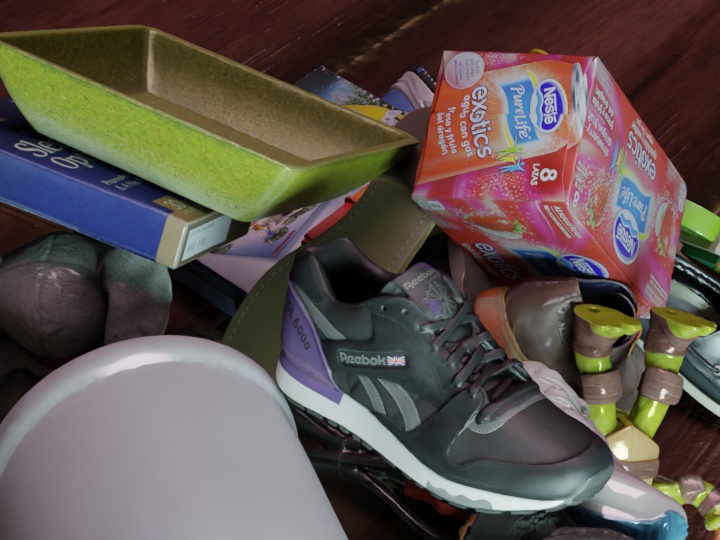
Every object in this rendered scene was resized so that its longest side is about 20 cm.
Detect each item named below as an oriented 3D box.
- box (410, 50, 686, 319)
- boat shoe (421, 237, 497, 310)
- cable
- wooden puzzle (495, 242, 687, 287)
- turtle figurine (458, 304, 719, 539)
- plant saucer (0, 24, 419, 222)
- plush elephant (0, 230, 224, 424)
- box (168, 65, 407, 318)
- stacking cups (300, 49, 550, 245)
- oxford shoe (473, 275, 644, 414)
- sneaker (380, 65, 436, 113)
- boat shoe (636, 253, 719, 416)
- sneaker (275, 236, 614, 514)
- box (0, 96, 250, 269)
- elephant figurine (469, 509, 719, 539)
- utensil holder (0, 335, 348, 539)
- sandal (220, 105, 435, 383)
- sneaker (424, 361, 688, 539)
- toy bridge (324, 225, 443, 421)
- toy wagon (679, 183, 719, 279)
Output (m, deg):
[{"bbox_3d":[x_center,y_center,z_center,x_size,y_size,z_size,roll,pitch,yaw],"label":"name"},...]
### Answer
[{"bbox_3d":[0.117,-0.047,1.310,0.099,0.200,0.096,4,71,25],"label":"box"},{"bbox_3d":[0.053,0.052,1.396,0.063,0.073,0.200,-29,29,24],"label":"boat shoe"},{"bbox_3d":[0.010,0.116,1.288,0.199,0.050,0.098,0,68,18],"label":"cable"},{"bbox_3d":[0.139,-0.035,1.491,0.185,0.037,0.201,-21,76,-41],"label":"wooden puzzle"},{"bbox_3d":[0.156,0.103,1.247,0.199,0.162,0.064,6,13,-11],"label":"turtle figurine"},{"bbox_3d":[-0.091,-0.082,1.258,0.199,0.048,0.200,24,16,17],"label":"plant saucer"},{"bbox_3d":[-0.167,0.030,1.264,0.164,0.156,0.200,12,31,7],"label":"plush elephant"},{"bbox_3d":[-0.047,-0.052,1.492,0.136,0.038,0.200,31,54,34],"label":"box"},{"bbox_3d":[0.049,-0.065,1.403,0.200,0.061,0.061,-34,44,-11],"label":"stacking cups"},{"bbox_3d":[0.143,0.048,1.318,0.200,0.073,0.072,22,51,-59],"label":"oxford shoe"},{"bbox_3d":[0.066,-0.057,1.562,0.077,0.076,0.200,-37,51,0],"label":"sneaker"},{"bbox_3d":[0.230,0.036,1.402,0.199,0.066,0.074,37,41,16],"label":"boat shoe"},{"bbox_3d":[0.036,0.047,1.074,0.199,0.088,0.076,24,35,33],"label":"sneaker"},{"bbox_3d":[-0.168,-0.057,1.237,0.199,0.033,0.121,20,15,12],"label":"box"},{"bbox_3d":[0.094,0.173,1.049,0.154,0.201,0.142,-7,34,-23],"label":"elephant figurine"},{"bbox_3d":[-0.083,0.158,1.072,0.169,0.171,0.200,-5,36,-21],"label":"utensil holder"},{"bbox_3d":[0.004,0.003,1.329,0.077,0.070,0.212,32,80,32],"label":"sandal"},{"bbox_3d":[0.094,0.093,1.140,0.200,0.077,0.081,20,70,47],"label":"sneaker"},{"bbox_3d":[-0.004,0.026,1.401,0.067,0.027,0.200,-18,30,38],"label":"toy bridge"},{"bbox_3d":[0.265,-0.002,1.440,0.199,0.040,0.155,28,1,-18],"label":"toy wagon"}]
